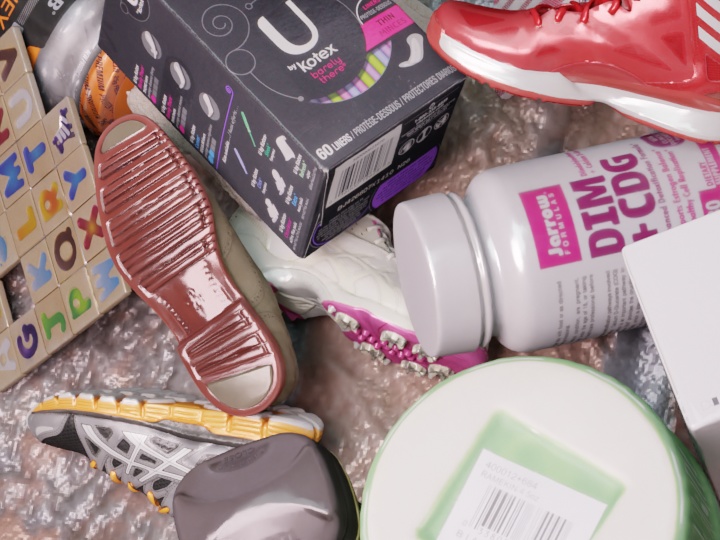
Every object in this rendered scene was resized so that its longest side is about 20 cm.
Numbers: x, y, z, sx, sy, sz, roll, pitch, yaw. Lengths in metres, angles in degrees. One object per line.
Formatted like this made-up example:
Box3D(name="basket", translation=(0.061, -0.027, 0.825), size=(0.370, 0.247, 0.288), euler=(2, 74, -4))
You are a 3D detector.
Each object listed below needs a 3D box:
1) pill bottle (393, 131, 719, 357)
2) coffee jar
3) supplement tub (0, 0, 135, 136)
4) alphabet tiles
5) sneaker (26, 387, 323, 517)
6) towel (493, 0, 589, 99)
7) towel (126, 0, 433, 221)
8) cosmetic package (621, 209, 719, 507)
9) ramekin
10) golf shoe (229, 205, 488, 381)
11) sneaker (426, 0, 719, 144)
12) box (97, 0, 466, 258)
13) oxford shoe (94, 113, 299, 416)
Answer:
Box3D(name="pill bottle", translation=(0.127, -0.014, 1.654), size=(0.199, 0.113, 0.114), euler=(-13, 65, -11))
Box3D(name="coffee jar", translation=(-0.038, 0.164, 1.604), size=(0.104, 0.200, 0.086), euler=(-21, 65, 4))
Box3D(name="supplement tub", translation=(-0.207, -0.175, 1.825), size=(0.200, 0.123, 0.123), euler=(36, 81, 23))
Box3D(name="alphabet tiles", translation=(-0.217, -0.045, 1.761), size=(0.167, 0.008, 0.200), euler=(-35, 67, 47))
Box3D(name="sneaker", translation=(-0.121, 0.115, 1.717), size=(0.200, 0.078, 0.077), euler=(7, 96, 26))
Box3D(name="towel", translation=(0.122, -0.225, 1.758), size=(0.030, 0.146, 0.201), euler=(8, 69, -15))
Box3D(name="towel", translation=(-0.038, -0.124, 1.781), size=(0.200, 0.035, 0.132), euler=(-37, 62, -26))
Box3D(name="cosmetic package", translation=(0.273, 0.038, 1.577), size=(0.199, 0.200, 0.123), euler=(-21, 63, 5))
Box3D(name="ramekin", translation=(0.095, 0.144, 1.499), size=(0.199, 0.098, 0.201), euler=(-5, 68, 11))
Box3D(name="golf shoe", translation=(0.000, 0.000, 1.732), size=(0.200, 0.075, 0.092), euler=(24, 73, 20))
Box3D(name="sneaker", translation=(0.145, -0.156, 1.629), size=(0.199, 0.078, 0.116), euler=(15, 116, 1))
Box3D(name="box", translation=(-0.050, -0.129, 1.689), size=(0.122, 0.106, 0.200), euler=(-35, 71, -27))
Box3D(name="oxford shoe", translation=(-0.100, -0.002, 1.689), size=(0.070, 0.075, 0.200), euler=(-27, 83, 17))
